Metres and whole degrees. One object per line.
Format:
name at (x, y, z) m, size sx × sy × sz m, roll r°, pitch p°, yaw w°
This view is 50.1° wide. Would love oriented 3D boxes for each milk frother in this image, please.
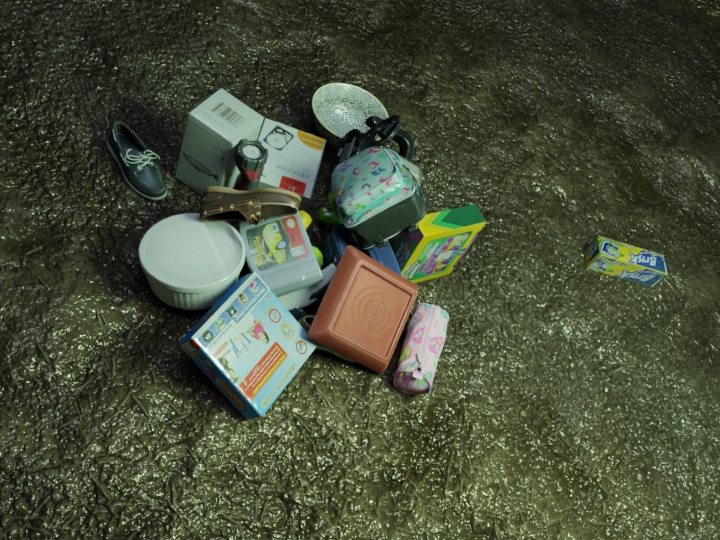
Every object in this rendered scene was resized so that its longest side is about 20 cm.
milk frother at (0.067, -0.252, 1.762) m, size 0.188 × 0.181 × 0.200 m, roll 25°, pitch 5°, yaw -29°

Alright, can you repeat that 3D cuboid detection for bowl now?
bowl at (-0.037, -0.361, 1.912) m, size 0.200 × 0.094 × 0.201 m, roll 11°, pitch 52°, yaw -14°

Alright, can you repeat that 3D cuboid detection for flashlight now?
flashlight at (-0.246, -0.186, 1.623) m, size 0.068 × 0.200 × 0.068 m, roll -1°, pitch 56°, yaw -23°

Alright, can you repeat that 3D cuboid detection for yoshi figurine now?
yoshi figurine at (0.006, -0.141, 1.738) m, size 0.199 × 0.112 × 0.112 m, roll 1°, pitch 83°, yaw -12°

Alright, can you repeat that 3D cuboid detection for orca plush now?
orca plush at (-0.123, 0.030, 1.584) m, size 0.200 × 0.071 × 0.105 m, roll -42°, pitch 91°, yaw -3°

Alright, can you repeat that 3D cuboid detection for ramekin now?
ramekin at (-0.328, -0.011, 1.510) m, size 0.202 × 0.094 × 0.203 m, roll 5°, pitch 48°, yaw -6°

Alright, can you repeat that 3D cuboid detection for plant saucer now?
plant saucer at (0.018, 0.081, 1.530) m, size 0.200 × 0.037 × 0.200 m, roll 31°, pitch 77°, yaw -30°

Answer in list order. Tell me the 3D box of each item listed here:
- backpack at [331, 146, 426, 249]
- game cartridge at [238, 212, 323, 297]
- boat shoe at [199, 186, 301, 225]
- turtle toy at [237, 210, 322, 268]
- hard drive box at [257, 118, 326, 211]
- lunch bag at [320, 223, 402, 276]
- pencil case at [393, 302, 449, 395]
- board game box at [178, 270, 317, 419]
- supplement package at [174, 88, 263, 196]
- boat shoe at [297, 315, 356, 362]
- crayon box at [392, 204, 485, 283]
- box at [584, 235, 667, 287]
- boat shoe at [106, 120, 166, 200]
backpack at (0.028, -0.165, 1.595) m, size 0.151 × 0.177 × 0.200 m, roll 55°, pitch 12°, yaw -35°
game cartridge at (-0.168, -0.048, 1.546) m, size 0.133 × 0.041 × 0.201 m, roll -20°, pitch 71°, yaw -5°
boat shoe at (-0.218, -0.120, 1.518) m, size 0.199 × 0.070 × 0.071 m, roll 1°, pitch 62°, yaw 8°
turtle toy at (-0.166, -0.061, 1.625) m, size 0.200 × 0.101 × 0.146 m, roll 34°, pitch 72°, yaw 10°
hard drive box at (-0.176, -0.236, 1.772) m, size 0.155 × 0.077 × 0.200 m, roll 17°, pitch 51°, yaw -10°
lunch bag at (0.000, 0.000, 1.636) m, size 0.135 × 0.132 × 0.200 m, roll -6°, pitch 58°, yaw -27°
pencil case at (0.128, 0.162, 1.603) m, size 0.087 × 0.088 × 0.200 m, roll 25°, pitch 49°, yaw -4°
board game box at (-0.206, 0.139, 1.446) m, size 0.196 × 0.056 × 0.200 m, roll 52°, pitch 48°, yaw -14°
supplement package at (-0.306, -0.263, 1.655) m, size 0.117 × 0.200 × 0.117 m, roll 34°, pitch 49°, yaw 4°
boat shoe at (-0.032, 0.135, 1.558) m, size 0.199 × 0.076 × 0.072 m, roll 12°, pitch 52°, yaw -15°
crayon box at (0.157, -0.052, 1.696) m, size 0.172 × 0.200 × 0.058 m, roll -13°, pitch 61°, yaw -30°
box at (0.684, -0.022, 1.983) m, size 0.199 × 0.070 × 0.064 m, roll 14°, pitch 53°, yaw -13°
boat shoe at (-0.478, -0.238, 1.654) m, size 0.075 × 0.062 × 0.200 m, roll -20°, pitch 66°, yaw -35°
